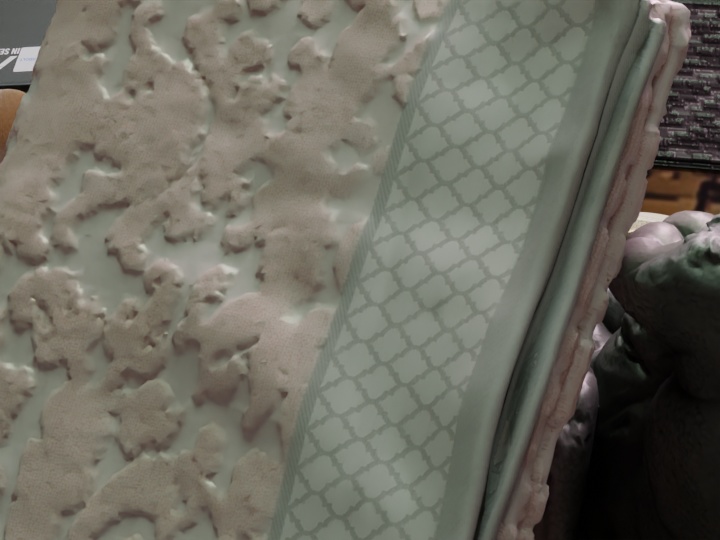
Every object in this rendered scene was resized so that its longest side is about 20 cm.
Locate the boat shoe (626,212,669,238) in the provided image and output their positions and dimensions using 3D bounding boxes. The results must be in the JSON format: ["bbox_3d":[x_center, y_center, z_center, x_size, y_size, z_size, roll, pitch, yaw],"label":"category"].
[{"bbox_3d":[0.060,0.033,1.097,0.200,0.074,0.063,-27,9,-35],"label":"boat shoe"}]

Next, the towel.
[{"bbox_3d":[-0.028,0.009,0.743,0.190,0.201,0.032,7,-20,34],"label":"towel"}]

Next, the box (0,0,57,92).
[{"bbox_3d":[-0.060,-0.102,1.063,0.199,0.044,0.161,-1,42,15],"label":"box"}]

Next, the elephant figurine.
[{"bbox_3d":[0.075,0.048,0.799,0.200,0.142,0.155,-24,24,44],"label":"elephant figurine"}]

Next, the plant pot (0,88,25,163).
[{"bbox_3d":[-0.182,0.009,0.911,0.199,0.028,0.200,-32,-4,-2],"label":"plant pot"}]
